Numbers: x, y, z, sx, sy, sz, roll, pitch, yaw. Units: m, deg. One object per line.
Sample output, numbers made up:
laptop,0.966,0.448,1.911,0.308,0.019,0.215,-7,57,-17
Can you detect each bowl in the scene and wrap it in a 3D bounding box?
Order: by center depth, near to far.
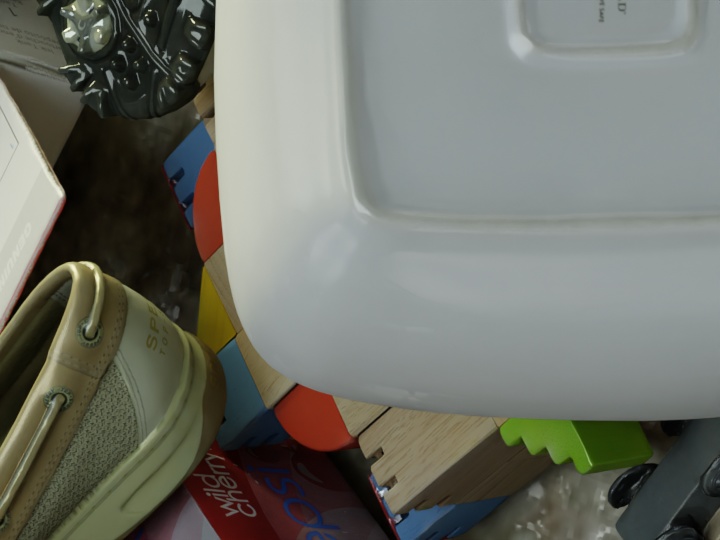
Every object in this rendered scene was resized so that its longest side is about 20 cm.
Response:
bowl,0.060,-0.065,0.692,0.199,0.075,0.200,0,81,2

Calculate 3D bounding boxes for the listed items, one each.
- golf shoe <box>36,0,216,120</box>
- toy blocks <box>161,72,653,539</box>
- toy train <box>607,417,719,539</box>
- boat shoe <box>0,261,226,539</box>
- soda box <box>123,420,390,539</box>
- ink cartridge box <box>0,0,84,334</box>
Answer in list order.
golf shoe,-0.040,-0.138,0.802,0.077,0.088,0.200,1,81,34
toy blocks,0.000,0.000,0.802,0.137,0.100,0.200,-44,63,40
toy train,0.067,0.106,0.778,0.200,0.046,0.034,-57,43,26
boat shoe,-0.127,0.082,0.783,0.201,0.063,0.073,-43,37,9
soda box,-0.017,0.116,0.787,0.200,0.070,0.063,51,123,45
ink cartridge box,-0.147,0.015,0.891,0.200,0.045,0.176,-61,38,21
